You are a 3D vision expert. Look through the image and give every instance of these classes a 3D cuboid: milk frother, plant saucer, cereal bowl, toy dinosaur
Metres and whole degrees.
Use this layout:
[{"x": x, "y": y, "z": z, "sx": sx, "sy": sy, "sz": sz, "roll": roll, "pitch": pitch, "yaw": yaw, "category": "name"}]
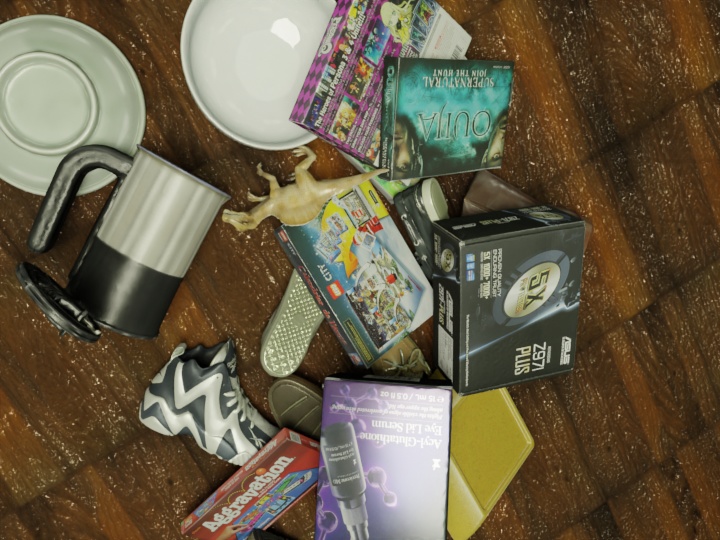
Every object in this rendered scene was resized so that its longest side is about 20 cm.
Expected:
[{"x": -0.243, "y": -0.031, "z": 0.624, "sx": 0.179, "sy": 0.199, "sz": 0.190, "roll": 27, "pitch": 91, "yaw": -35, "category": "milk frother"}, {"x": -0.345, "y": -0.183, "z": 0.663, "sx": 0.197, "sy": 0.050, "sz": 0.203, "roll": -2, "pitch": 99, "yaw": -14, "category": "plant saucer"}, {"x": -0.108, "y": -0.242, "z": 0.695, "sx": 0.197, "sy": 0.083, "sz": 0.203, "roll": -2, "pitch": 99, "yaw": -14, "category": "cereal bowl"}, {"x": 0.155, "y": 0.223, "z": 0.799, "sx": 0.200, "sy": 0.048, "sz": 0.202, "roll": -39, "pitch": 104, "yaw": -35, "category": "plant saucer"}, {"x": -0.066, "y": -0.096, "z": 0.710, "sx": 0.197, "sy": 0.102, "sz": 0.059, "roll": -19, "pitch": 143, "yaw": -1, "category": "toy dinosaur"}]

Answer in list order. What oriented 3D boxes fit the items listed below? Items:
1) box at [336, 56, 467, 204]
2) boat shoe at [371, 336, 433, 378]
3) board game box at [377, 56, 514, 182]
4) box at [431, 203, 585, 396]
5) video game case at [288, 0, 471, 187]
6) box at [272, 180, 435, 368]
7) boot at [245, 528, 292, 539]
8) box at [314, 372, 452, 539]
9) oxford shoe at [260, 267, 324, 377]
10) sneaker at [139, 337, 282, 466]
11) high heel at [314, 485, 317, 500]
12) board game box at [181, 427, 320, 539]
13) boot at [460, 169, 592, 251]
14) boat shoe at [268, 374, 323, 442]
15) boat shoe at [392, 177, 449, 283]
[{"x": 0.059, "y": -0.208, "z": 0.767, "sx": 0.144, "sy": 0.036, "sz": 0.201, "roll": 41, "pitch": 88, "yaw": -16, "category": "box"}, {"x": 0.074, "y": 0.161, "z": 0.811, "sx": 0.073, "sy": 0.063, "sz": 0.201, "roll": -33, "pitch": 105, "yaw": -7, "category": "boat shoe"}, {"x": 0.107, "y": -0.185, "z": 0.722, "sx": 0.198, "sy": 0.028, "sz": 0.137, "roll": -14, "pitch": 116, "yaw": -36, "category": "board game box"}, {"x": 0.178, "y": 0.035, "z": 0.735, "sx": 0.161, "sy": 0.086, "sz": 0.203, "roll": -8, "pitch": 112, "yaw": -15, "category": "box"}, {"x": 0.030, "y": -0.224, "z": 0.685, "sx": 0.180, "sy": 0.036, "sz": 0.202, "roll": 21, "pitch": 93, "yaw": -42, "category": "video game case"}, {"x": 0.000, "y": 0.000, "z": 0.749, "sx": 0.136, "sy": 0.038, "sz": 0.202, "roll": -34, "pitch": 97, "yaw": -24, "category": "box"}, {"x": -0.145, "y": 0.457, "z": 0.796, "sx": 0.181, "sy": 0.073, "sz": 0.201, "roll": 37, "pitch": 90, "yaw": -22, "category": "boot"}, {"x": 0.030, "y": 0.224, "z": 0.681, "sx": 0.146, "sy": 0.104, "sz": 0.203, "roll": 1, "pitch": 84, "yaw": 8, "category": "box"}, {"x": -0.070, "y": 0.042, "z": 0.765, "sx": 0.075, "sy": 0.058, "sz": 0.202, "roll": 31, "pitch": 75, "yaw": -11, "category": "oxford shoe"}, {"x": -0.160, "y": 0.155, "z": 0.742, "sx": 0.197, "sy": 0.080, "sz": 0.131, "roll": 24, "pitch": 101, "yaw": -6, "category": "sneaker"}, {"x": 0.010, "y": 0.347, "z": 0.805, "sx": 0.200, "sy": 0.096, "sz": 0.068, "roll": 42, "pitch": 87, "yaw": -16, "category": "high heel"}, {"x": -0.124, "y": 0.281, "z": 0.752, "sx": 0.200, "sy": 0.020, "sz": 0.103, "roll": -44, "pitch": 128, "yaw": 15, "category": "board game box"}, {"x": 0.206, "y": -0.022, "z": 0.818, "sx": 0.198, "sy": 0.064, "sz": 0.189, "roll": 19, "pitch": 85, "yaw": -17, "category": "boot"}, {"x": -0.043, "y": 0.200, "z": 0.787, "sx": 0.072, "sy": 0.068, "sz": 0.200, "roll": -40, "pitch": 108, "yaw": 14, "category": "boat shoe"}, {"x": 0.093, "y": -0.026, "z": 0.785, "sx": 0.065, "sy": 0.075, "sz": 0.201, "roll": -8, "pitch": 131, "yaw": 23, "category": "boat shoe"}]
